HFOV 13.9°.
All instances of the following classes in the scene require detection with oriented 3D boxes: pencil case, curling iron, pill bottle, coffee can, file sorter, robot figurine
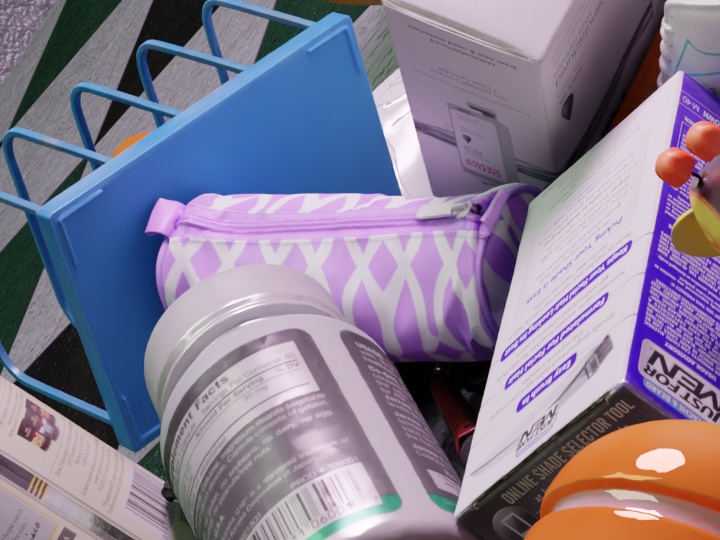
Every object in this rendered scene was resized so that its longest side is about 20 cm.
[{"bbox_3d":[0.000,0.000,1.371,0.199,0.086,0.084,-4,56,34],"label":"pencil case"},{"bbox_3d":[0.058,0.072,1.333,0.050,0.025,0.200,-55,15,16],"label":"curling iron"},{"bbox_3d":[-0.020,0.091,1.258,0.113,0.113,0.200,-51,37,17],"label":"pill bottle"},{"bbox_3d":[-0.196,0.145,1.628,0.146,0.200,0.147,-50,16,20],"label":"coffee can"},{"bbox_3d":[-0.096,-0.032,1.494,0.200,0.139,0.122,-36,35,-30],"label":"file sorter"},{"bbox_3d":[0.095,0.132,0.939,0.144,0.116,0.201,74,-144,-56],"label":"robot figurine"}]

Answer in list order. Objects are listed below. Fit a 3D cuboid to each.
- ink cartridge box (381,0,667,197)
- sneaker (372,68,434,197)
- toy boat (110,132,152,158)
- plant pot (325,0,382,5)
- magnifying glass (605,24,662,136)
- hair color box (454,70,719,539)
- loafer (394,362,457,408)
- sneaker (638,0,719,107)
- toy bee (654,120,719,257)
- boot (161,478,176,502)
[{"bbox_3d":[0.087,-0.121,1.362,0.147,0.083,0.200,-61,-18,-17],"label":"ink cartridge box"},{"bbox_3d":[0.062,-0.103,1.588,0.099,0.078,0.201,-32,29,49],"label":"sneaker"},{"bbox_3d":[-0.101,-0.037,1.838,0.200,0.131,0.131,-47,18,30],"label":"toy boat"},{"bbox_3d":[0.044,-0.262,1.770,0.189,0.201,0.201,6,62,57],"label":"plant pot"},{"bbox_3d":[0.162,-0.137,1.384,0.201,0.022,0.080,-65,-24,-8],"label":"magnifying glass"},{"bbox_3d":[0.109,0.022,1.213,0.109,0.065,0.200,-43,19,39],"label":"hair color box"},{"bbox_3d":[0.008,0.039,1.476,0.200,0.073,0.072,-46,14,30],"label":"loafer"},{"bbox_3d":[0.162,-0.102,1.271,0.200,0.080,0.071,-39,23,58],"label":"sneaker"},{"bbox_3d":[0.164,-0.036,1.080,0.131,0.109,0.200,-49,17,19],"label":"toy bee"},{"bbox_3d":[-0.071,0.072,1.625,0.200,0.070,0.132,-19,-47,-88],"label":"boot"}]
